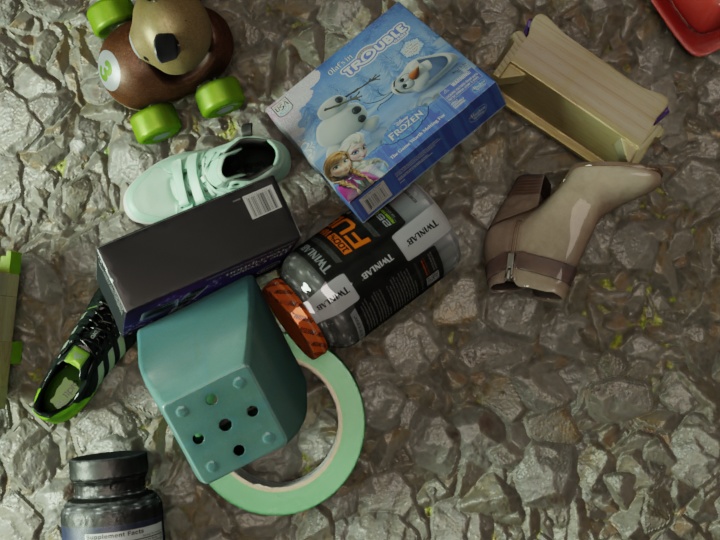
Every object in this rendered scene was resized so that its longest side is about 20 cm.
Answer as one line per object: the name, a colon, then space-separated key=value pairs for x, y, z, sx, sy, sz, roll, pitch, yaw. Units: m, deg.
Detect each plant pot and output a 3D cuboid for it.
plant pot: x=-0.135 y=0.118 z=1.092 sx=0.140 sy=0.200 sz=0.142 roll=-26 pitch=106 yaw=-2

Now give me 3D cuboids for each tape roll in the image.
tape roll: x=-0.093 y=0.171 z=1.230 sx=0.198 sy=0.048 sz=0.202 roll=0 pitch=86 yaw=-1

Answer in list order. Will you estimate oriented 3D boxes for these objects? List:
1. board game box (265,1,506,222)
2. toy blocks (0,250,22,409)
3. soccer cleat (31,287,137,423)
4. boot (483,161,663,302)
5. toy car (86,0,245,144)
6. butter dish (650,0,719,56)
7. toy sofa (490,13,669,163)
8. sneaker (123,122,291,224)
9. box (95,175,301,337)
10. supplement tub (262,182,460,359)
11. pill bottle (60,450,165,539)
board game box: x=0.023 y=-0.179 z=1.196 sx=0.200 sy=0.043 sz=0.199 roll=-40 pitch=49 yaw=-2
toy blocks: x=-0.462 y=0.073 z=1.218 sx=0.135 sy=0.100 sz=0.202 roll=5 pitch=87 yaw=11
soccer cleat: x=-0.296 y=0.083 z=1.216 sx=0.067 sy=0.081 sz=0.201 roll=31 pitch=87 yaw=1
boot: x=0.227 y=-0.038 z=1.197 sx=0.199 sy=0.070 sz=0.147 roll=-4 pitch=64 yaw=40
toy car: x=-0.220 y=-0.248 z=1.174 sx=0.157 sy=0.200 sz=0.165 roll=-23 pitch=87 yaw=-2
butter dish: x=0.412 y=-0.375 z=1.212 sx=0.199 sy=0.148 sz=0.201 roll=-33 pitch=88 yaw=-1
toy sofa: x=0.240 y=-0.189 z=1.232 sx=0.199 sy=0.083 sz=0.098 roll=34 pitch=74 yaw=1
sneaker: x=-0.177 y=-0.107 z=1.208 sx=0.199 sy=0.118 sz=0.074 roll=-19 pitch=89 yaw=0
box: x=-0.176 y=-0.013 z=1.167 sx=0.199 sy=0.141 sz=0.079 roll=-24 pitch=85 yaw=-18
supplement tub: x=0.000 y=0.000 z=1.187 sx=0.199 sy=0.123 sz=0.123 roll=-36 pitch=88 yaw=-14
pill bottle: x=-0.268 y=0.302 z=1.190 sx=0.111 sy=0.112 sz=0.202 roll=-5 pitch=87 yaw=-1
